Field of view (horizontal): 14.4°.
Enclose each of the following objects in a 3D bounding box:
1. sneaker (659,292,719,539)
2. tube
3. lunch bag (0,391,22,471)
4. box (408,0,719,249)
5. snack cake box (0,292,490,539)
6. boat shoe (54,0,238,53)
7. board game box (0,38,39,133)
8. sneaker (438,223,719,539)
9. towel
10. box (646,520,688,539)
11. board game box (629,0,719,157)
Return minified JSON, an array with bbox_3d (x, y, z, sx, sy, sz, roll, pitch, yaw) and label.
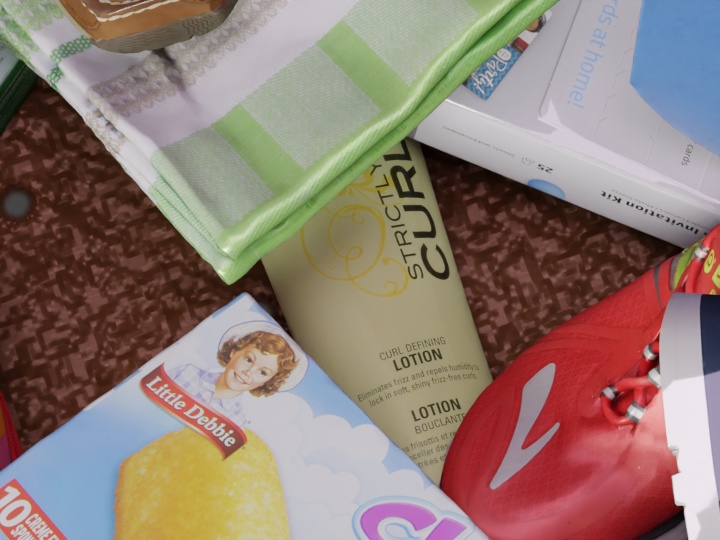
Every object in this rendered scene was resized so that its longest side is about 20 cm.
[{"bbox_3d":[0.128,0.098,0.729,0.080,0.076,0.202,-8,86,9],"label":"sneaker"},{"bbox_3d":[0.000,0.000,0.889,0.052,0.058,0.201,-32,66,30],"label":"tube"},{"bbox_3d":[-0.189,0.016,0.848,0.175,0.082,0.201,-25,86,13],"label":"lunch bag"},{"bbox_3d":[0.081,-0.100,0.900,0.199,0.041,0.157,21,71,2],"label":"box"},{"bbox_3d":[-0.011,0.113,0.778,0.115,0.067,0.200,-37,58,-15],"label":"snack cake box"},{"bbox_3d":[-0.079,-0.160,0.845,0.075,0.074,0.201,-17,60,10],"label":"boat shoe"},{"bbox_3d":[-0.170,-0.087,0.931,0.134,0.029,0.201,31,78,11],"label":"board game box"},{"bbox_3d":[0.101,0.014,0.809,0.199,0.085,0.077,-35,67,0],"label":"sneaker"},{"bbox_3d":[-0.043,-0.107,0.862,0.149,0.031,0.200,-42,57,-3],"label":"towel"},{"bbox_3d":[0.063,0.143,0.810,0.199,0.036,0.143,-21,54,-9],"label":"box"},{"bbox_3d":[0.159,-0.119,0.824,0.157,0.201,0.039,0,33,-8],"label":"board game box"}]
